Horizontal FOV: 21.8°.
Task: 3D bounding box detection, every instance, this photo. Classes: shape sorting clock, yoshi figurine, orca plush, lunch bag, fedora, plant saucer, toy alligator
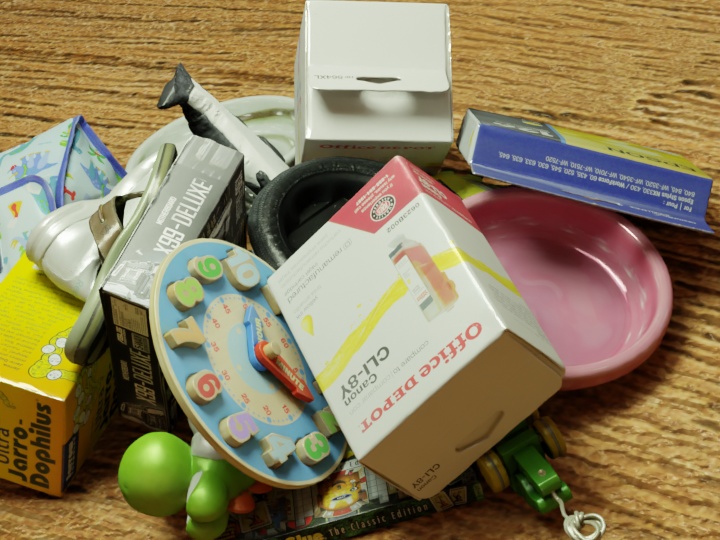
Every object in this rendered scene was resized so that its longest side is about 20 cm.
[{"bbox_3d":[-0.076,0.065,1.370,0.039,0.200,0.200,-32,22,26],"label":"shape sorting clock"},{"bbox_3d":[-0.125,0.117,1.403,0.112,0.113,0.200,-24,28,22],"label":"yoshi figurine"},{"bbox_3d":[-0.123,-0.092,1.714,0.071,0.200,0.105,-39,40,13],"label":"orca plush"},{"bbox_3d":[-0.318,-0.027,1.745,0.169,0.128,0.201,-21,39,24],"label":"lunch bag"},{"bbox_3d":[0.000,0.000,1.541,0.200,0.092,0.201,6,47,-6],"label":"fedora"},{"bbox_3d":[-0.133,-0.105,1.860,0.199,0.050,0.200,-14,30,8],"label":"plant saucer"},{"bbox_3d":[0.139,0.020,1.448,0.199,0.051,0.201,4,46,-4],"label":"plant saucer"},{"bbox_3d":[0.119,0.141,1.319,0.059,0.054,0.200,-28,42,-8],"label":"toy alligator"}]

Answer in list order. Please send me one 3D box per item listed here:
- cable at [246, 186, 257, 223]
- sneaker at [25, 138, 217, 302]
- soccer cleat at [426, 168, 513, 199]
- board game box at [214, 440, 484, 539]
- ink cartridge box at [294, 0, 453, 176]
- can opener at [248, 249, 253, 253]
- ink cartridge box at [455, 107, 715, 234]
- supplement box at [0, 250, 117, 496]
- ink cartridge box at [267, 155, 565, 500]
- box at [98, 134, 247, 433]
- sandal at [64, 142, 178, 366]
[{"bbox_3d":[-0.076,-0.050,1.646,0.200,0.050,0.097,48,37,13],"label":"cable"},{"bbox_3d":[-0.176,-0.035,1.557,0.200,0.075,0.088,-35,67,-31],"label":"sneaker"},{"bbox_3d":[0.097,-0.039,1.617,0.199,0.065,0.084,2,52,37],"label":"soccer cleat"},{"bbox_3d":[-0.012,0.159,1.388,0.199,0.024,0.105,-16,28,3],"label":"board game box"},{"bbox_3d":[0.010,-0.153,1.640,0.128,0.126,0.200,0,-12,-6],"label":"ink cartridge box"},{"bbox_3d":[-0.159,0.026,1.671,0.199,0.053,0.066,-14,-4,3],"label":"can opener"},{"bbox_3d":[0.182,-0.086,1.527,0.197,0.047,0.200,14,8,-4],"label":"ink cartridge box"},{"bbox_3d":[-0.252,0.070,1.544,0.109,0.109,0.200,16,39,10],"label":"supplement box"},{"bbox_3d":[0.037,0.039,1.341,0.145,0.083,0.200,-43,45,13],"label":"ink cartridge box"},{"bbox_3d":[-0.143,0.015,1.485,0.050,0.200,0.158,20,60,10],"label":"box"},{"bbox_3d":[-0.192,-0.021,1.468,0.057,0.080,0.202,21,63,10],"label":"sandal"}]
